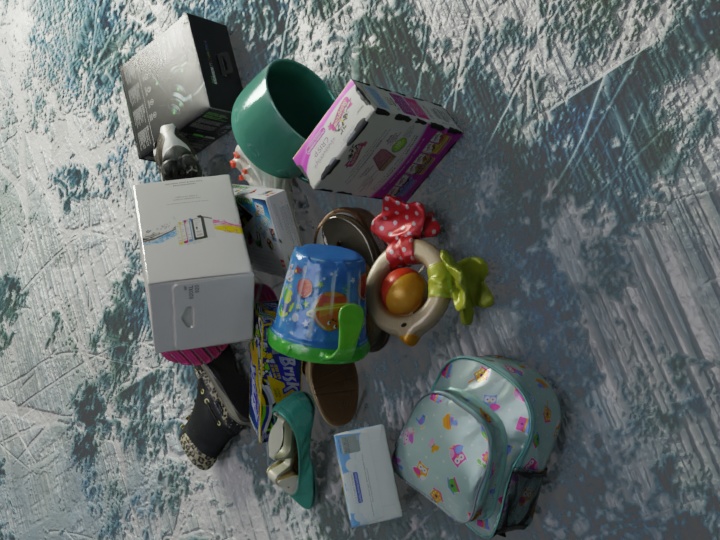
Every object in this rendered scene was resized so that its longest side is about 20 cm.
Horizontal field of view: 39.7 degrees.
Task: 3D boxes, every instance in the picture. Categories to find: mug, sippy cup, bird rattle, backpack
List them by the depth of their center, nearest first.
[{"bbox_3d":[0.145,0.204,1.227,0.175,0.153,0.202,30,100,41],"label":"backpack"},{"bbox_3d":[-0.048,0.038,1.301,0.177,0.139,0.132,15,105,29],"label":"sippy cup"},{"bbox_3d":[0.067,0.004,1.304,0.200,0.113,0.163,41,96,28],"label":"bird rattle"},{"bbox_3d":[-0.107,-0.197,1.446,0.114,0.151,0.186,-34,68,36],"label":"mug"}]

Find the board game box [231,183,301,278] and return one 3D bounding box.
[{"bbox_3d":[-0.152,-0.060,1.482,0.199,0.034,0.127,14,124,58],"label":"board game box"}]

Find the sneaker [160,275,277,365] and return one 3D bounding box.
[{"bbox_3d":[-0.222,0.075,1.546,0.199,0.082,0.088,-28,24,-2],"label":"sneaker"}]

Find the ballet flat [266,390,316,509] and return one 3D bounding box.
[{"bbox_3d":[-0.104,0.266,1.436,0.067,0.070,0.202,30,128,44],"label":"ballet flat"}]

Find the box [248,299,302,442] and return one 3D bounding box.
[{"bbox_3d":[-0.123,0.146,1.448,0.070,0.064,0.202,-127,36,-56],"label":"box"}]

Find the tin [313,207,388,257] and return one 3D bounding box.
[{"bbox_3d":[0.000,0.000,1.425,0.112,0.042,0.201,-39,65,26],"label":"tin"}]

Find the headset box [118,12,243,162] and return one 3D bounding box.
[{"bbox_3d":[-0.287,-0.296,1.635,0.199,0.092,0.176,-28,71,35],"label":"headset box"}]

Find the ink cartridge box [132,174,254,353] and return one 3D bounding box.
[{"bbox_3d":[-0.236,-0.010,1.413,0.148,0.143,0.201,97,161,-47],"label":"ink cartridge box"}]

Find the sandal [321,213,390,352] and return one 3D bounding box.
[{"bbox_3d":[-0.014,0.015,1.377,0.081,0.054,0.202,-20,76,36],"label":"sandal"}]

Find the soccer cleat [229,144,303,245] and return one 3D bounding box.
[{"bbox_3d":[-0.125,-0.113,1.516,0.201,0.077,0.069,63,154,4],"label":"soccer cleat"}]

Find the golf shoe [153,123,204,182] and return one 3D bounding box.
[{"bbox_3d":[-0.288,-0.165,1.596,0.200,0.077,0.095,117,134,-68],"label":"golf shoe"}]

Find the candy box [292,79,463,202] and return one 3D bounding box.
[{"bbox_3d":[0.026,-0.164,1.305,0.137,0.199,0.061,-49,61,26],"label":"candy box"}]

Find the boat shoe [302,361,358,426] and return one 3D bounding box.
[{"bbox_3d":[-0.053,0.131,1.450,0.065,0.071,0.202,126,133,-65],"label":"boat shoe"}]

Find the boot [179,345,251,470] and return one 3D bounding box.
[{"bbox_3d":[-0.254,0.201,1.601,0.154,0.073,0.204,-52,57,28],"label":"boot"}]

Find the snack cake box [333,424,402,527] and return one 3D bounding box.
[{"bbox_3d":[0.008,0.268,1.307,0.067,0.200,0.116,-12,79,-3],"label":"snack cake box"}]

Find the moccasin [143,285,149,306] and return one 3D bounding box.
[{"bbox_3d":[-0.290,0.025,1.578,0.199,0.081,0.068,-28,103,42],"label":"moccasin"}]
